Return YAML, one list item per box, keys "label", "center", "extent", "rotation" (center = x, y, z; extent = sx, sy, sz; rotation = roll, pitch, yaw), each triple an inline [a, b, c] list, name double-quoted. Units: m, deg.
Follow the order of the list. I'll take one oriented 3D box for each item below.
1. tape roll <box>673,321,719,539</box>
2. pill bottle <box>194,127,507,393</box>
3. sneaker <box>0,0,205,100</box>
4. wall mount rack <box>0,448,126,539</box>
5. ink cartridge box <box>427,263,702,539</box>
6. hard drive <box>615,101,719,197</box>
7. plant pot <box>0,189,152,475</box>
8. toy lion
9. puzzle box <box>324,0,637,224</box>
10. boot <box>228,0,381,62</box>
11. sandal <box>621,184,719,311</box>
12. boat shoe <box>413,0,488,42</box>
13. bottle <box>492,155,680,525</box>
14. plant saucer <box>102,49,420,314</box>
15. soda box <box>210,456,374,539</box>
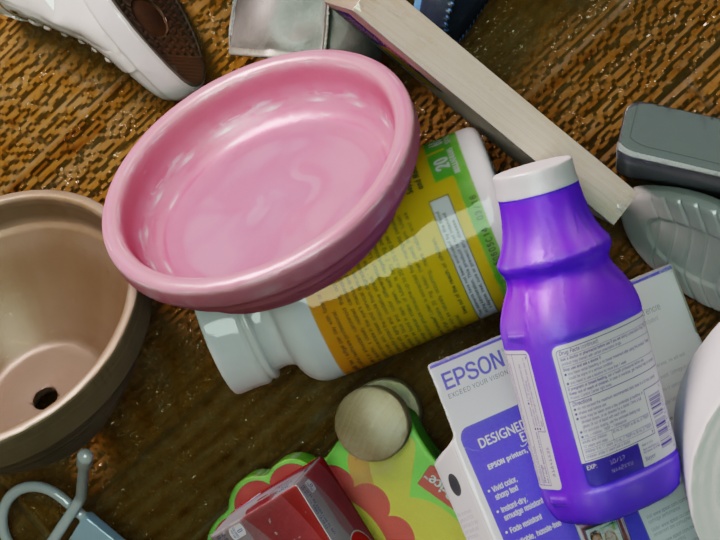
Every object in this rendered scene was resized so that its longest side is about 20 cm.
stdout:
- label: "tape roll"
  center: [0.280, 0.100, 1.242]
  extent: [0.200, 0.071, 0.204]
  rotation: [0, 116, 0]
- label: "pill bottle"
  center: [0.000, 0.000, 1.334]
  extent: [0.198, 0.111, 0.112]
  rotation: [-23, 86, 5]
- label: "sneaker"
  center: [-0.183, -0.174, 1.391]
  extent: [0.200, 0.073, 0.085]
  rotation: [48, 120, 2]
- label: "wall mount rack"
  center: [-0.147, 0.195, 1.342]
  extent: [0.199, 0.075, 0.174]
  rotation: [38, 118, 6]
- label: "ink cartridge box"
  center: [0.145, 0.120, 1.301]
  extent: [0.197, 0.043, 0.202]
  rotation: [-20, 86, -31]
- label: "hard drive"
  center: [0.219, -0.062, 1.269]
  extent: [0.138, 0.200, 0.033]
  rotation: [13, 91, 7]
- label: "plant pot"
  center: [-0.211, 0.055, 1.345]
  extent: [0.199, 0.093, 0.202]
  rotation: [-12, 49, 14]
- label: "toy lion"
  center: [0.012, 0.180, 1.358]
  extent: [0.199, 0.069, 0.193]
  rotation: [34, 99, 6]
- label: "puzzle box"
  center: [0.068, -0.105, 1.294]
  extent: [0.200, 0.133, 0.025]
  rotation: [39, 92, -12]
- label: "boot"
  center: [0.009, -0.226, 1.362]
  extent: [0.180, 0.073, 0.202]
  rotation: [1, 86, 8]
- label: "sandal"
  center: [0.250, -0.009, 1.316]
  extent: [0.201, 0.083, 0.050]
  rotation: [20, 46, 34]
- label: "boat shoe"
  center: [0.101, -0.226, 1.344]
  extent: [0.068, 0.084, 0.201]
  rotation: [29, 94, 17]
- label: "bottle"
  center: [0.121, 0.038, 1.228]
  extent: [0.083, 0.065, 0.202]
  rotation: [-20, 99, -32]
- label: "plant saucer"
  center: [-0.054, -0.046, 1.287]
  extent: [0.199, 0.201, 0.051]
  rotation: [-25, 129, 5]
- label: "soda box"
  center: [-0.004, 0.218, 1.310]
  extent: [0.070, 0.063, 0.201]
  rotation: [-31, 93, 18]
